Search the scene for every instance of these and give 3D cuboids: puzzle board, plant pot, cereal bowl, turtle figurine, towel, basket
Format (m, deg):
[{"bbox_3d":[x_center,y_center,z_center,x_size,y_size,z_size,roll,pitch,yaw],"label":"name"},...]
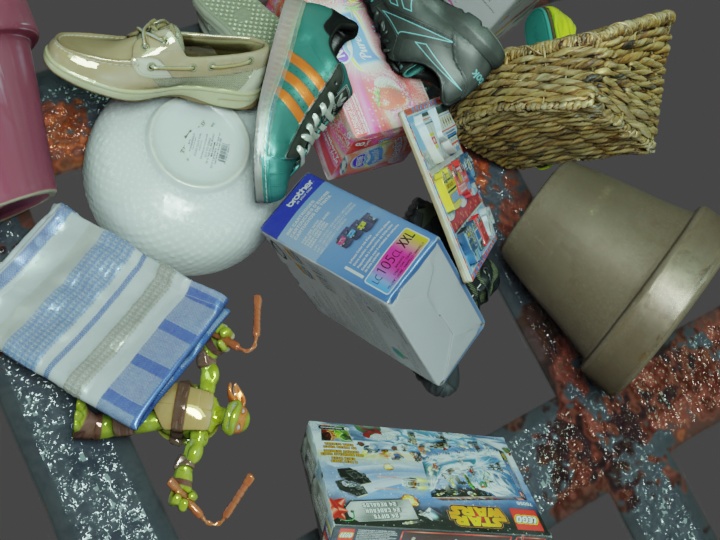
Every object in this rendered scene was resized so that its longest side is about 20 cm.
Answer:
[{"bbox_3d":[0.086,-0.081,0.979,0.017,0.200,0.153,-20,97,16],"label":"puzzle board"},{"bbox_3d":[0.235,-0.009,1.049,0.174,0.201,0.201,37,62,9],"label":"plant pot"},{"bbox_3d":[-0.157,-0.103,1.009,0.197,0.083,0.204,7,67,-16],"label":"cereal bowl"},{"bbox_3d":[-0.161,0.110,0.938,0.158,0.064,0.204,12,75,-7],"label":"turtle figurine"},{"bbox_3d":[-0.228,0.033,0.925,0.198,0.024,0.148,28,59,15],"label":"towel"},{"bbox_3d":[-0.347,-0.126,0.901,0.198,0.199,0.182,-24,94,-25],"label":"plant pot"},{"bbox_3d":[0.187,-0.198,1.064,0.141,0.198,0.152,21,76,-39],"label":"basket"}]

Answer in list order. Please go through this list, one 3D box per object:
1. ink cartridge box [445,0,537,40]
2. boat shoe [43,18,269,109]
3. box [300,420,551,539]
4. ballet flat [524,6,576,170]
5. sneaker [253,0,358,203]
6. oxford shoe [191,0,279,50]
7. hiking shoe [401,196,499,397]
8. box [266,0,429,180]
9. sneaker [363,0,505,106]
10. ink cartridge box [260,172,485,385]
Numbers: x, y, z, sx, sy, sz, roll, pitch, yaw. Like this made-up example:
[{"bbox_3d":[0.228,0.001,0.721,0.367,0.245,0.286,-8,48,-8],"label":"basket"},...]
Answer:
[{"bbox_3d":[0.142,-0.302,1.124,0.144,0.200,0.084,-40,89,-27],"label":"ink cartridge box"},{"bbox_3d":[-0.176,-0.191,0.952,0.197,0.066,0.073,5,37,-24],"label":"boat shoe"},{"bbox_3d":[0.054,0.196,0.952,0.196,0.040,0.137,8,27,-17],"label":"box"},{"bbox_3d":[0.221,-0.199,1.192,0.066,0.067,0.203,15,64,-31],"label":"ballet flat"},{"bbox_3d":[-0.049,-0.152,0.974,0.078,0.071,0.203,11,72,-1],"label":"sneaker"},{"bbox_3d":[-0.101,-0.214,1.063,0.075,0.058,0.201,-31,66,-19],"label":"oxford shoe"},{"bbox_3d":[0.094,0.023,1.053,0.099,0.076,0.204,3,69,-15],"label":"hiking shoe"},{"bbox_3d":[-0.014,-0.209,1.088,0.093,0.103,0.203,-16,77,-24],"label":"box"},{"bbox_3d":[0.040,-0.235,1.016,0.199,0.075,0.080,41,93,18],"label":"sneaker"},{"bbox_3d":[0.000,0.000,0.961,0.199,0.137,0.077,27,70,39],"label":"ink cartridge box"}]
